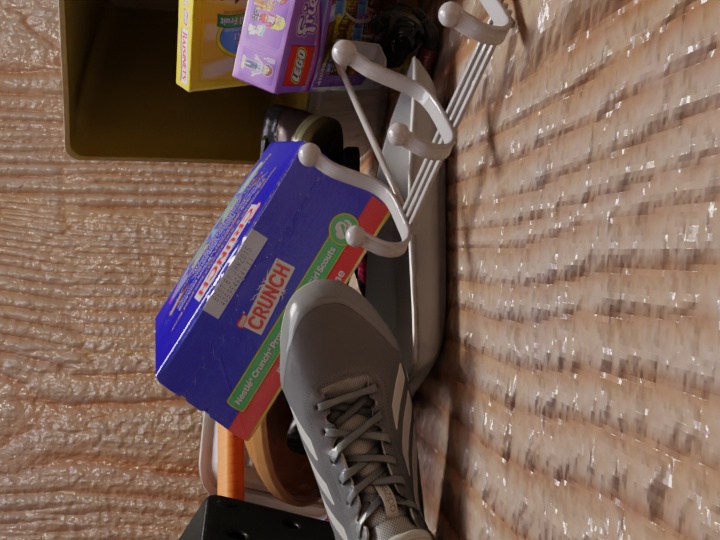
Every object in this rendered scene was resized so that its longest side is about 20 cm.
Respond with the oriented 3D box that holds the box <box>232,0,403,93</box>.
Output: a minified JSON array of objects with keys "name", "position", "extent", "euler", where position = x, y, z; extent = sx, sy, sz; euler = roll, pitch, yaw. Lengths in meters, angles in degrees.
[{"name":"box","position":[-0.010,-0.219,0.666],"extent":[0.136,0.039,0.202],"euler":[-18,-52,-58]}]

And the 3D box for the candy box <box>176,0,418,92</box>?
[{"name":"candy box","position":[-0.039,-0.190,0.736],"extent":[0.026,0.198,0.103],"euler":[38,131,41]}]

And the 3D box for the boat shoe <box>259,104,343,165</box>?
[{"name":"boat shoe","position":[-0.058,-0.057,0.876],"extent":[0.072,0.066,0.202],"euler":[-40,-28,-36]}]

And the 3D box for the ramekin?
[{"name":"ramekin","position":[-0.043,-0.191,0.977],"extent":[0.202,0.093,0.205],"euler":[172,90,-72]}]

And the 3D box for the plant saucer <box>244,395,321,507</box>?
[{"name":"plant saucer","position":[-0.051,0.099,0.880],"extent":[0.200,0.037,0.203],"euler":[4,-90,-67]}]

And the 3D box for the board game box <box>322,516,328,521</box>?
[{"name":"board game box","position":[-0.037,0.237,1.152],"extent":[0.200,0.019,0.104],"euler":[112,163,-70]}]

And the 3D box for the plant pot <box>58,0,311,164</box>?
[{"name":"plant pot","position":[-0.145,-0.225,0.849],"extent":[0.201,0.197,0.178],"euler":[105,160,-46]}]

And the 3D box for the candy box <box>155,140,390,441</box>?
[{"name":"candy box","position":[-0.068,0.001,0.696],"extent":[0.170,0.077,0.200],"euler":[-57,12,0]}]

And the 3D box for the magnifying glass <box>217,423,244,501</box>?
[{"name":"magnifying glass","position":[-0.111,0.101,0.860],"extent":[0.079,0.022,0.203],"euler":[-17,72,47]}]

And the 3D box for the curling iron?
[{"name":"curling iron","position":[0.025,-0.114,0.744],"extent":[0.026,0.049,0.201],"euler":[-40,-24,-27]}]

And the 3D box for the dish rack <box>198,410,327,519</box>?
[{"name":"dish rack","position":[-0.065,0.138,0.956],"extent":[0.199,0.043,0.174],"euler":[27,-119,-49]}]

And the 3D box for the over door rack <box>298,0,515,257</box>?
[{"name":"over door rack","position":[0.014,-0.128,0.560],"extent":[0.201,0.066,0.149],"euler":[-97,24,-46]}]

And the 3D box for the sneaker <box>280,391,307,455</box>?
[{"name":"sneaker","position":[-0.020,0.082,0.793],"extent":[0.201,0.077,0.091],"euler":[86,-171,-54]}]

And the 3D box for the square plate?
[{"name":"square plate","position":[0.028,-0.002,0.671],"extent":[0.199,0.028,0.203],"euler":[107,166,-67]}]

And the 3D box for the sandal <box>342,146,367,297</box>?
[{"name":"sandal","position":[0.000,0.000,0.844],"extent":[0.075,0.044,0.203],"euler":[-92,6,-74]}]

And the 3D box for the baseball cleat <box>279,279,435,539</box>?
[{"name":"baseball cleat","position":[0.011,0.106,0.524],"extent":[0.106,0.069,0.202],"euler":[-142,35,-71]}]

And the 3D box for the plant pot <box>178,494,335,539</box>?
[{"name":"plant pot","position":[-0.073,0.282,0.738],"extent":[0.200,0.197,0.180],"euler":[-116,42,-78]}]
